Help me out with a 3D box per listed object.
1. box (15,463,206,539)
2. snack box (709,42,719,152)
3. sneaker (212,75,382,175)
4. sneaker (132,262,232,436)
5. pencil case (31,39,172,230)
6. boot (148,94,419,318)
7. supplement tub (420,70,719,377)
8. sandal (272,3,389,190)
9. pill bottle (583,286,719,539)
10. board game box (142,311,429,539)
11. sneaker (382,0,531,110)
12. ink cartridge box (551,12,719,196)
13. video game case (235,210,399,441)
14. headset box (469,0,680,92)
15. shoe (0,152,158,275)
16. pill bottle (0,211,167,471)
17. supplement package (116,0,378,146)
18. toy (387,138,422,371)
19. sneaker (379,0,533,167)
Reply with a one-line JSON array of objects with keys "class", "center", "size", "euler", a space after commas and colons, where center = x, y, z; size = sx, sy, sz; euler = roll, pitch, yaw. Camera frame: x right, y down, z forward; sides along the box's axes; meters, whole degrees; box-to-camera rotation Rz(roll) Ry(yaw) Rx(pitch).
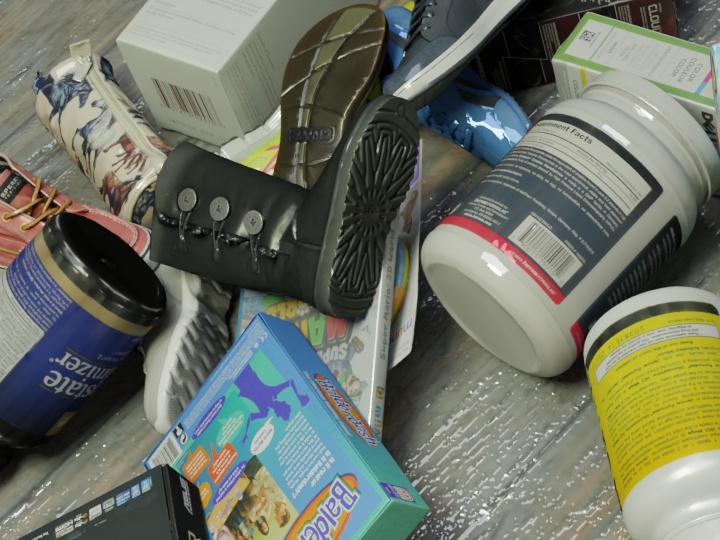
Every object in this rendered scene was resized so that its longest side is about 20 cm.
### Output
[{"class": "box", "center": [-0.194, 0.247, 1.288], "size": [0.199, 0.044, 0.161], "euler": [-28, 48, 16]}, {"class": "snack box", "center": [0.271, -0.058, 1.294], "size": [0.037, 0.116, 0.201], "euler": [-7, 93, 10]}, {"class": "sneaker", "center": [-0.043, -0.091, 1.525], "size": [0.200, 0.078, 0.090], "euler": [-42, 66, -13]}, {"class": "sneaker", "center": [-0.147, 0.052, 1.452], "size": [0.082, 0.075, 0.201], "euler": [-18, 41, 21]}, {"class": "pencil case", "center": [-0.204, -0.106, 1.569], "size": [0.078, 0.090, 0.200], "euler": [-24, 48, -21]}, {"class": "boot", "center": [-0.062, -0.063, 1.370], "size": [0.199, 0.066, 0.166], "euler": [17, 87, 43]}, {"class": "supplement tub", "center": [0.154, -0.035, 1.360], "size": [0.140, 0.141, 0.200], "euler": [34, 71, 35]}, {"class": "sandal", "center": [-0.020, -0.113, 1.467], "size": [0.081, 0.055, 0.201], "euler": [2, 75, 25]}, {"class": "pill bottle", "center": [0.220, 0.119, 1.241], "size": [0.112, 0.113, 0.201], "euler": [-14, 50, 7]}, {"class": "board game box", "center": [-0.057, 0.151, 1.306], "size": [0.152, 0.045, 0.200], "euler": [-52, 48, 16]}, {"class": "sneaker", "center": [0.043, -0.219, 1.442], "size": [0.146, 0.077, 0.202], "euler": [43, 56, -3]}, {"class": "ink cartridge box", "center": [0.251, -0.119, 1.423], "size": [0.199, 0.104, 0.059], "euler": [21, 61, 30]}, {"class": "video game case", "center": [-0.037, 0.047, 1.367], "size": [0.143, 0.018, 0.201], "euler": [-8, 71, 39]}, {"class": "headset box", "center": [0.175, -0.241, 1.561], "size": [0.199, 0.077, 0.149], "euler": [-13, 51, 7]}, {"class": "shoe", "center": [-0.256, -0.038, 1.479], "size": [0.199, 0.091, 0.072], "euler": [7, 52, 31]}, {"class": "pill bottle", "center": [-0.248, 0.062, 1.405], "size": [0.200, 0.112, 0.112], "euler": [-47, 49, 14]}, {"class": "supplement package", "center": [-0.093, -0.215, 1.601], "size": [0.117, 0.118, 0.200], "euler": [21, 62, 31]}, {"class": "toy", "center": [0.000, 0.000, 1.409], "size": [0.047, 0.115, 0.201], "euler": [23, 49, -18]}, {"class": "sneaker", "center": [0.066, -0.130, 1.493], "size": [0.078, 0.066, 0.200], "euler": [-31, 66, -25]}]
